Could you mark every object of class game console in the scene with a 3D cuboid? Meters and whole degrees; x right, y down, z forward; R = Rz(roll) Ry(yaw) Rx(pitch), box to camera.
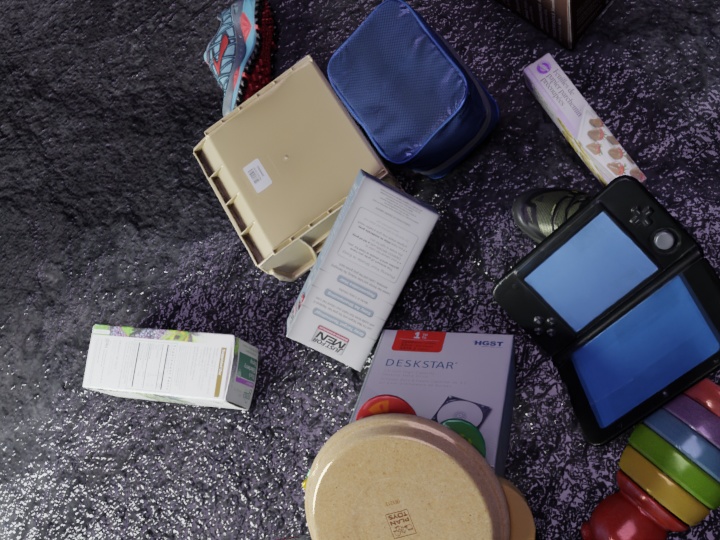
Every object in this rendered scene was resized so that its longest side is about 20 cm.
[{"bbox_3d":[0.252,0.041,0.823,0.176,0.117,0.200,43,118,-7],"label":"game console"}]

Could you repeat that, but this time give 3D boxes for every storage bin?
[{"bbox_3d":[-0.078,-0.124,1.022,0.197,0.094,0.202,-34,69,5],"label":"storage bin"}]

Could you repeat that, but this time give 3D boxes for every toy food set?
[{"bbox_3d":[0.042,0.215,0.734,0.199,0.049,0.199,-37,91,21],"label":"toy food set"}]

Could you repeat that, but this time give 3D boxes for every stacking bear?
[{"bbox_3d":[0.304,0.208,0.811,0.121,0.114,0.201,37,93,15],"label":"stacking bear"}]

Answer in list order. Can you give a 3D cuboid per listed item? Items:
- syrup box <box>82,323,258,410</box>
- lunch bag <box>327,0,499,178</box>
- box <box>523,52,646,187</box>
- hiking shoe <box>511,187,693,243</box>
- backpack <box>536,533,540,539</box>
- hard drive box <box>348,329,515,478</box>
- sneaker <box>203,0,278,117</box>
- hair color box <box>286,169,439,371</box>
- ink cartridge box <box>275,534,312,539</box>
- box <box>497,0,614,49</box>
[{"bbox_3d":[-0.232,0.119,1.004,0.196,0.079,0.083,2,75,17],"label":"syrup box"},{"bbox_3d":[0.063,-0.218,0.988,0.135,0.132,0.202,-40,68,19],"label":"lunch bag"},{"bbox_3d":[0.263,-0.167,0.963,0.038,0.041,0.202,-32,69,5],"label":"box"},{"bbox_3d":[0.264,-0.062,0.898,0.196,0.101,0.077,15,72,18],"label":"hiking shoe"},{"bbox_3d":[0.100,0.341,0.810,0.198,0.147,0.185,-30,66,9],"label":"backpack"},{"bbox_3d":[0.077,0.154,0.848,0.152,0.078,0.201,0,32,15],"label":"hard drive box"},{"bbox_3d":[-0.168,-0.276,1.109,0.094,0.079,0.204,-6,65,24],"label":"sneaker"},{"bbox_3d":[0.000,0.000,0.932,0.098,0.061,0.203,25,100,-11],"label":"hair color box"},{"bbox_3d":[-0.120,0.375,0.863,0.199,0.146,0.085,-41,69,1],"label":"ink cartridge box"},{"bbox_3d":[0.227,-0.415,0.976,0.200,0.164,0.166,42,89,22],"label":"box"}]
